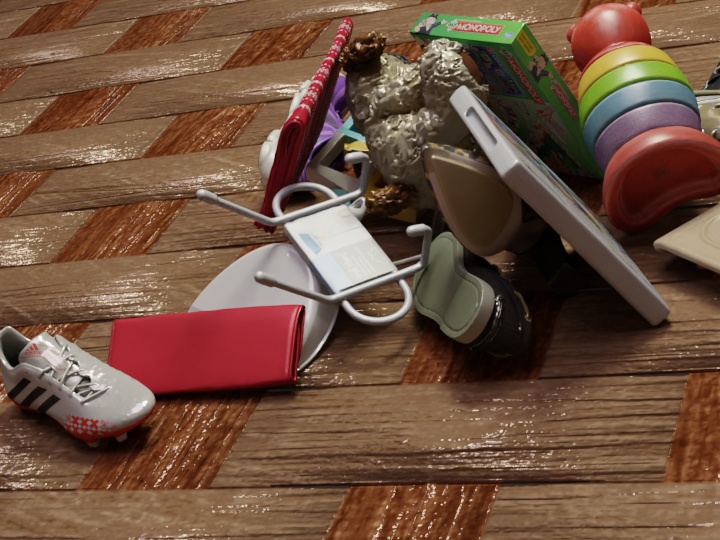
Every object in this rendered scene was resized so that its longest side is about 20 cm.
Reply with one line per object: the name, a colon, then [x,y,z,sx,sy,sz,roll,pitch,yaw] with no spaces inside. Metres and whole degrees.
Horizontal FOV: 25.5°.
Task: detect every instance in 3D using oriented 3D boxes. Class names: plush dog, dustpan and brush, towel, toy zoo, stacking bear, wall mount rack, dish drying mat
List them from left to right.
dish drying mat: [-0.141,0.073,1.420,0.199,0.018,0.077,-6,67,27]
dustpan and brush: [-0.057,0.003,1.466,0.139,0.057,0.201,24,74,34]
towel: [-0.054,-0.144,1.560,0.022,0.145,0.200,21,40,1]
wall mount rack: [-0.041,-0.031,1.401,0.173,0.075,0.200,-19,47,-23]
toy zoo: [0.034,-0.119,1.635,0.131,0.021,0.200,22,51,20]
plush dog: [0.046,-0.141,1.543,0.160,0.200,0.172,-35,46,0]
stacking bear: [0.246,-0.157,1.442,0.121,0.114,0.201,-25,54,16]

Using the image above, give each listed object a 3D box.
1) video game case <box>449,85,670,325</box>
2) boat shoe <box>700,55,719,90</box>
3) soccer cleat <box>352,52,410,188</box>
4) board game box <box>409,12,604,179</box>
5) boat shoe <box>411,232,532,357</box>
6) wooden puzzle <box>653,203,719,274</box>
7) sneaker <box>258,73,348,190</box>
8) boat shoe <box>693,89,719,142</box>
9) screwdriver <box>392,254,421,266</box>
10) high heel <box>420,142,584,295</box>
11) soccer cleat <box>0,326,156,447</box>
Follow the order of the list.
video game case: [0.164,-0.057,1.335,0.023,0.200,0.182,-44,25,11]
boat shoe: [0.379,-0.191,1.574,0.200,0.068,0.072,-32,30,-24]
soccer cleat: [0.027,-0.150,1.730,0.068,0.073,0.201,3,48,1]
board game box: [0.148,-0.167,1.534,0.134,0.200,0.029,15,64,45]
boat shoe: [0.095,0.024,1.368,0.072,0.060,0.201,-60,17,12]
wooden puzzle: [0.372,-0.029,1.318,0.185,0.046,0.200,-28,25,-20]
sneaker: [-0.042,-0.145,1.761,0.083,0.081,0.200,11,43,16]
boat shoe: [0.335,-0.127,1.480,0.199,0.075,0.068,-16,27,8]
screwdriver: [0.000,0.000,1.494,0.199,0.028,0.029,-20,56,3]
high heel: [0.107,-0.067,1.396,0.071,0.200,0.143,-44,28,12]
soccer cleat: [-0.259,0.098,1.410,0.199,0.085,0.069,11,43,45]
